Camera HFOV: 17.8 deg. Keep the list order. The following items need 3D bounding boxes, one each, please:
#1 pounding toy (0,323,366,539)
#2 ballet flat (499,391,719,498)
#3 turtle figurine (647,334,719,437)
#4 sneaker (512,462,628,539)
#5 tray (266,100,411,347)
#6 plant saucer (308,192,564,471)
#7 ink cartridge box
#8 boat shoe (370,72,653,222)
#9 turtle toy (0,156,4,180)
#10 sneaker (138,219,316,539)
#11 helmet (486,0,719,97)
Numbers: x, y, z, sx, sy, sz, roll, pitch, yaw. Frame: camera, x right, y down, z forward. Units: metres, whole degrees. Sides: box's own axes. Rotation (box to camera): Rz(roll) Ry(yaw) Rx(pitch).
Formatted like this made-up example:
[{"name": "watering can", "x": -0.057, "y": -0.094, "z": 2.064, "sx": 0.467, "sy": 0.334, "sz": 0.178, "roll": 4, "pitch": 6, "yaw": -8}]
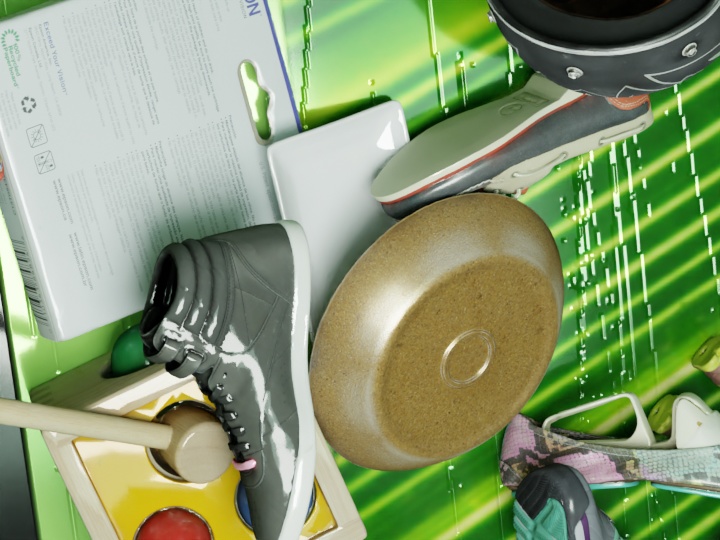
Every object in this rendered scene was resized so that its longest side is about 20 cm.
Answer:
[{"name": "pounding toy", "x": -0.120, "y": 0.113, "z": 1.426, "sx": 0.183, "sy": 0.142, "sz": 0.201, "roll": -26, "pitch": 106, "yaw": -7}, {"name": "ballet flat", "x": 0.188, "y": 0.115, "z": 1.508, "sx": 0.199, "sy": 0.069, "sz": 0.072, "roll": 0, "pitch": 90, "yaw": 17}, {"name": "turtle figurine", "x": 0.287, "y": 0.114, "z": 1.558, "sx": 0.161, "sy": 0.064, "sz": 0.200, "roll": 38, "pitch": 107, "yaw": -7}, {"name": "sneaker", "x": 0.155, "y": 0.185, "z": 1.520, "sx": 0.087, "sy": 0.074, "sz": 0.201, "roll": -26, "pitch": 139, "yaw": -18}, {"name": "tray", "x": 0.000, "y": 0.000, "z": 1.480, "sx": 0.107, "sy": 0.022, "sz": 0.201, "roll": -22, "pitch": 106, "yaw": -32}, {"name": "plant saucer", "x": 0.060, "y": 0.049, "z": 1.464, "sx": 0.199, "sy": 0.035, "sz": 0.201, "roll": -19, "pitch": 126, "yaw": -28}, {"name": "ink cartridge box", "x": -0.134, "y": -0.082, "z": 1.426, "sx": 0.199, "sy": 0.043, "sz": 0.197, "roll": -22, "pitch": 106, "yaw": -28}, {"name": "boat shoe", "x": 0.100, "y": -0.078, "z": 1.474, "sx": 0.199, "sy": 0.071, "sz": 0.063, "roll": -30, "pitch": 118, "yaw": -14}, {"name": "turtle toy", "x": -0.267, "y": -0.063, "z": 1.346, "sx": 0.145, "sy": 0.200, "sz": 0.101, "roll": 36, "pitch": 61, "yaw": -3}, {"name": "sneaker", "x": -0.082, "y": 0.070, "z": 1.349, "sx": 0.099, "sy": 0.071, "sz": 0.201, "roll": 0, "pitch": 87, "yaw": -23}, {"name": "helmet", "x": 0.161, "y": -0.205, "z": 1.398, "sx": 0.199, "sy": 0.200, "sz": 0.192, "roll": -5, "pitch": 117, "yaw": -12}]
